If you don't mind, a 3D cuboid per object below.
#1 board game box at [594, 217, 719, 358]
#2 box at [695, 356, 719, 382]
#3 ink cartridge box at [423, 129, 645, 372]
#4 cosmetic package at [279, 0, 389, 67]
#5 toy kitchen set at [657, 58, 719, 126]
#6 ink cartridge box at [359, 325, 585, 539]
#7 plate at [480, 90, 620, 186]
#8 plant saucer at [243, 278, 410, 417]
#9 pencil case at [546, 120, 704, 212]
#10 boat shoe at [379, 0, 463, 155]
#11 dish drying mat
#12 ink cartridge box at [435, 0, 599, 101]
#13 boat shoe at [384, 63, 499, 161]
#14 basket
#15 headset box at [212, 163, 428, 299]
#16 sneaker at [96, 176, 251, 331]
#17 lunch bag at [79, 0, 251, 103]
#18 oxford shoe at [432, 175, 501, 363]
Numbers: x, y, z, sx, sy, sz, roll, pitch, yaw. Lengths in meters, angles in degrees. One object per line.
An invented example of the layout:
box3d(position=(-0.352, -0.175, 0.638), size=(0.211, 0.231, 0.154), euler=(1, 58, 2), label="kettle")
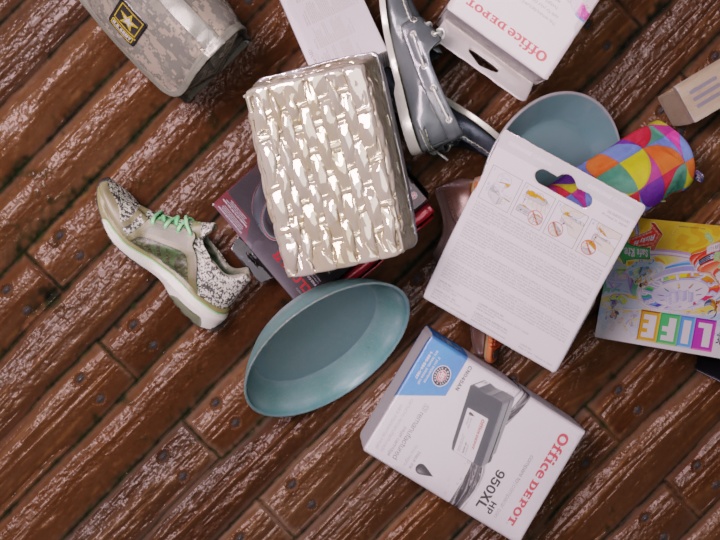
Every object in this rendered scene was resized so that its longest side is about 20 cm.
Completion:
box3d(position=(0.349, 0.020, 1.282), size=(0.198, 0.034, 0.136), euler=(8, 87, 41), label="board game box")
box3d(position=(0.496, 0.048, 1.316), size=(0.196, 0.123, 0.203), euler=(16, 94, -4), label="box")
box3d(position=(0.172, -0.022, 1.233), size=(0.161, 0.050, 0.202), euler=(29, 113, 10), label="ink cartridge box")
box3d(position=(-0.046, -0.292, 1.283), size=(0.082, 0.051, 0.202), euler=(-23, 79, -1), label="cosmetic package")
box3d(position=(0.376, -0.285, 1.268), size=(0.179, 0.163, 0.201), euler=(-30, 94, 0), label="toy kitchen set")
box3d(position=(0.120, 0.176, 1.326), size=(0.199, 0.084, 0.146), euler=(31, 92, -4), label="ink cartridge box")
box3d(position=(0.198, -0.093, 1.306), size=(0.198, 0.026, 0.203), euler=(-14, 115, -30), label="plate")
box3d(position=(-0.041, 0.073, 1.282), size=(0.199, 0.200, 0.036), euler=(-37, 58, 0), label="plant saucer")
box3d(position=(0.264, -0.080, 1.289), size=(0.199, 0.088, 0.089), euler=(-28, 95, -21), label="pencil case")
box3d(position=(0.061, -0.221, 1.246), size=(0.061, 0.073, 0.203), euler=(-11, 87, 13), label="boat shoe")
box3d(position=(0.000, 0.000, 1.313), size=(0.200, 0.077, 0.018), euler=(-41, 93, 1), label="dish drying mat")
box3d(position=(0.173, -0.290, 1.278), size=(0.128, 0.125, 0.201), euler=(35, 92, -4), label="ink cartridge box")
box3d(position=(0.078, -0.159, 1.308), size=(0.199, 0.075, 0.062), euler=(34, 90, -3), label="boat shoe")
box3d(position=(-0.027, -0.100, 1.190), size=(0.134, 0.123, 0.203), euler=(-12, 99, 6), label="basket")
box3d(position=(-0.048, -0.069, 1.298), size=(0.199, 0.075, 0.149), euler=(-40, 95, 9), label="headset box")
box3d(position=(-0.192, -0.035, 1.298), size=(0.088, 0.077, 0.200), euler=(-41, 102, 18), label="sneaker")
box3d(position=(-0.200, -0.264, 1.228), size=(0.117, 0.200, 0.164), euler=(-42, 95, 0), label="lunch bag")
box3d(position=(0.120, 0.000, 1.333), size=(0.072, 0.071, 0.203), euler=(-4, 92, 21), label="oxford shoe")
